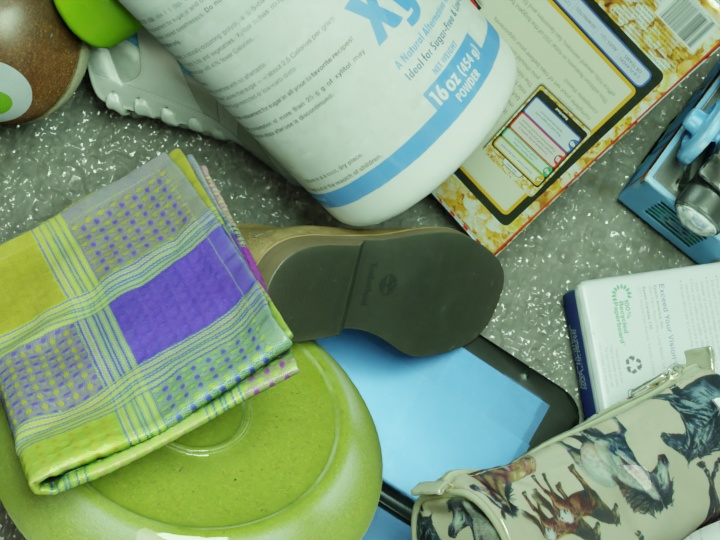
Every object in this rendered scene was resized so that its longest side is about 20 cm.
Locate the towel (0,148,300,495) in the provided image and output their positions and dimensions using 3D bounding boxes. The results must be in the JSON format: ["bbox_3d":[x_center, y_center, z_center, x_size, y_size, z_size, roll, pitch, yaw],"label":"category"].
[{"bbox_3d":[-0.119,0.019,0.844,0.143,0.200,0.023,-28,127,-4],"label":"towel"}]

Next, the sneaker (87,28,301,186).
[{"bbox_3d":[-0.102,-0.111,0.979,0.200,0.077,0.081,42,93,1],"label":"sneaker"}]

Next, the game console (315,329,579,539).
[{"bbox_3d":[0.012,0.090,0.935,0.199,0.171,0.119,32,103,-2],"label":"game console"}]

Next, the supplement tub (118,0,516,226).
[{"bbox_3d":[-0.028,-0.132,0.875,0.200,0.132,0.132,45,76,-21],"label":"supplement tub"}]

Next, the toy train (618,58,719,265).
[{"bbox_3d":[0.236,-0.098,1.001,0.086,0.114,0.201,37,77,-4],"label":"toy train"}]

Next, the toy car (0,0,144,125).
[{"bbox_3d":[-0.235,-0.147,0.866,0.164,0.200,0.159,-27,83,27],"label":"toy car"}]

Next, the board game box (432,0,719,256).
[{"bbox_3d":[0.092,-0.126,0.955,0.152,0.046,0.200,47,121,1],"label":"board game box"}]

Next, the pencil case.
[{"bbox_3d":[0.119,0.112,0.894,0.199,0.078,0.090,-20,85,-31],"label":"pencil case"}]

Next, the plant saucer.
[{"bbox_3d":[-0.083,0.077,0.859,0.198,0.031,0.201,8,44,-8],"label":"plant saucer"}]

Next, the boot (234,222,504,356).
[{"bbox_3d":[0.000,0.000,0.938,0.199,0.075,0.074,7,105,-46],"label":"boot"}]

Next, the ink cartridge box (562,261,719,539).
[{"bbox_3d":[0.231,0.093,1.002,0.198,0.043,0.198,-7,80,-11],"label":"ink cartridge box"}]
